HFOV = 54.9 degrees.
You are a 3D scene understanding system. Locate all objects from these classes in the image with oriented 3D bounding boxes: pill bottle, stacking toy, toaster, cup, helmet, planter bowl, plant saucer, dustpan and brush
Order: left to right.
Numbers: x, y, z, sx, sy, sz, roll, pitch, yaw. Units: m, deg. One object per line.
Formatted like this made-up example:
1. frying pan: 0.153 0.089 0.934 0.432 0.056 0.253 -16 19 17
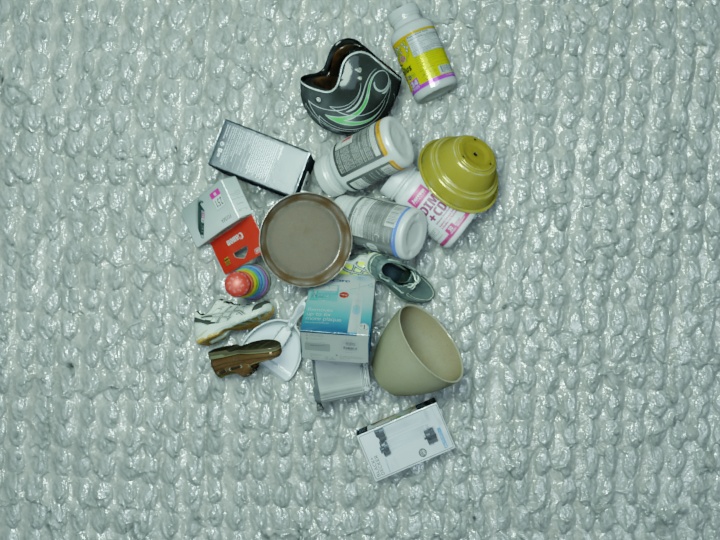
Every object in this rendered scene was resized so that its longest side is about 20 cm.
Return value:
1. stacking toy: -0.250 0.026 1.508 0.085 0.200 0.086 0 90 0
2. dustpan and brush: -0.171 0.141 1.579 0.139 0.057 0.200 34 91 0
3. plant saucer: -0.117 -0.066 1.471 0.199 0.032 0.201 -1 96 -13
4. toaster: -0.049 0.214 1.554 0.128 0.114 0.201 -8 89 -2
5. helmet: -0.026 -0.388 1.508 0.200 0.200 0.191 40 106 0
6. pill bottle: 0.005 -0.239 1.491 0.199 0.116 0.117 -22 90 30
7. pill bottle: 0.034 -0.099 1.513 0.199 0.114 0.114 17 91 32
8. cup: 0.107 0.196 1.528 0.143 0.200 0.200 -41 90 27
9. pill bottle: 0.133 -0.486 1.547 0.104 0.104 0.201 -23 90 1
10. pill bottle: 0.149 -0.152 1.546 0.200 0.113 0.114 37 91 0
11. planter bowl: 0.233 -0.231 1.508 0.199 0.084 0.201 12 57 -19

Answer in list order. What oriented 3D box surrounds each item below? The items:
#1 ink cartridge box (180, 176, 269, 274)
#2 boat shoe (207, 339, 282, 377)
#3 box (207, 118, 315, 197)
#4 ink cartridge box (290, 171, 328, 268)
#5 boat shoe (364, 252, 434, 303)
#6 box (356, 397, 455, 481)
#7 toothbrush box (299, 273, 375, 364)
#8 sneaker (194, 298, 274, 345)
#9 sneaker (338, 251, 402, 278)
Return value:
1. ink cartridge box: -0.302 -0.090 1.525 0.043 0.200 0.174 -24 90 -43
2. boat shoe: -0.251 0.200 1.553 0.199 0.072 0.068 -10 97 34
3. box: -0.214 -0.238 1.531 0.199 0.148 0.108 21 91 1
4. ink cartridge box: -0.114 -0.110 1.547 0.068 0.116 0.201 17 92 -1
5. boat shoe: 0.097 0.024 1.536 0.200 0.062 0.073 32 85 -31
6. box: 0.102 0.385 1.579 0.199 0.060 0.117 -22 90 1
7. toothbrush box: -0.045 0.098 1.491 0.146 0.200 0.086 5 126 3
8. sneaker: -0.292 0.096 1.561 0.199 0.076 0.088 -21 69 10
9. sneaker: 0.000 0.000 1.569 0.199 0.075 0.077 -9 90 2
